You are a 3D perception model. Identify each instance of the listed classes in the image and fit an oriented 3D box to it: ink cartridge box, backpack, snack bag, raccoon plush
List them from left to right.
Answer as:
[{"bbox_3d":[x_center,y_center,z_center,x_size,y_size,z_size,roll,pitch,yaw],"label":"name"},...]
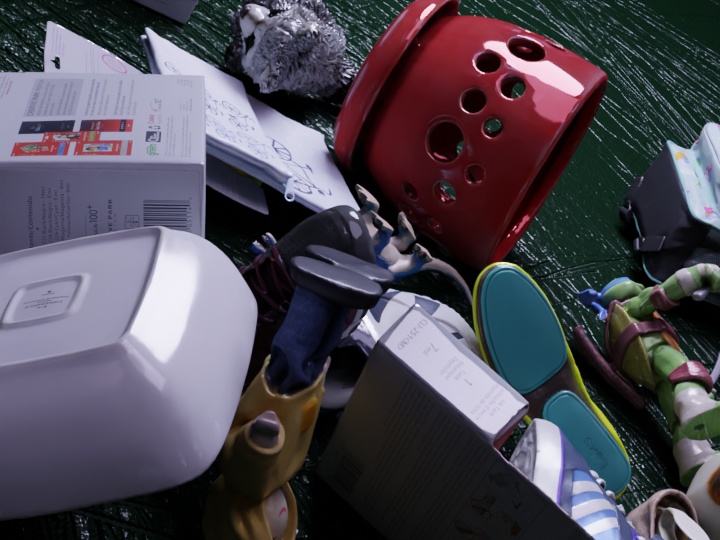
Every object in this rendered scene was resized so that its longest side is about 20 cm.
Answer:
[{"bbox_3d":[-0.190,-0.067,1.084,0.174,0.085,0.200,1,23,-5],"label":"ink cartridge box"},{"bbox_3d":[-0.083,-0.111,1.316,0.199,0.021,0.189,29,18,-29],"label":"snack bag"},{"bbox_3d":[-0.029,-0.184,1.423,0.199,0.097,0.134,16,18,-29],"label":"raccoon plush"},{"bbox_3d":[0.063,0.133,1.009,0.173,0.200,0.044,41,60,10],"label":"ink cartridge box"},{"bbox_3d":[0.379,-0.037,1.599,0.199,0.154,0.176,31,25,-19],"label":"backpack"}]

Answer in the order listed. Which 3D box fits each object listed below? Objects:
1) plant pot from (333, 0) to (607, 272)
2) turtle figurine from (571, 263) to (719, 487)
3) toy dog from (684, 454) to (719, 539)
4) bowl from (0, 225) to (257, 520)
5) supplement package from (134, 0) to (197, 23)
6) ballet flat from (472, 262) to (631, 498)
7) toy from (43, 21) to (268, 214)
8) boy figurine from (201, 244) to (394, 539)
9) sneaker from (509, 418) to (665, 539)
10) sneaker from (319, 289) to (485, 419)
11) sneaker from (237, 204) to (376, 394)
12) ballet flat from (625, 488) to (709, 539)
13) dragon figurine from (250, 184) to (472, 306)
[{"bbox_3d":[0.088,-0.127,1.392,0.182,0.201,0.200,33,30,7],"label":"plant pot"},{"bbox_3d":[0.292,0.072,1.366,0.199,0.144,0.195,14,40,-24],"label":"turtle figurine"},{"bbox_3d":[0.334,0.220,1.235,0.200,0.140,0.194,41,65,10],"label":"toy dog"},{"bbox_3d":[-0.167,0.046,0.914,0.198,0.075,0.200,-11,30,13],"label":"bowl"},{"bbox_3d":[-0.179,-0.366,1.462,0.150,0.201,0.152,22,32,-19],"label":"supplement package"},{"bbox_3d":[0.135,0.088,1.225,0.201,0.067,0.067,60,-13,-3],"label":"ballet flat"},{"bbox_3d":[-0.166,-0.106,1.263,0.199,0.047,0.116,26,27,-25],"label":"toy"},{"bbox_3d":[-0.045,0.089,0.956,0.064,0.202,0.124,20,12,7],"label":"boy figurine"},{"bbox_3d":[0.172,0.195,1.120,0.145,0.081,0.200,23,27,-9],"label":"sneaker"},{"bbox_3d":[0.013,0.069,1.158,0.199,0.079,0.130,42,35,-32],"label":"sneaker"},{"bbox_3d":[-0.077,0.032,1.027,0.115,0.200,0.076,-9,64,-37],"label":"sneaker"},{"bbox_3d":[0.230,0.233,1.152,0.068,0.067,0.201,21,33,-23],"label":"ballet flat"},{"bbox_3d":[0.000,0.000,1.263,0.200,0.099,0.059,29,23,-49],"label":"dragon figurine"}]
